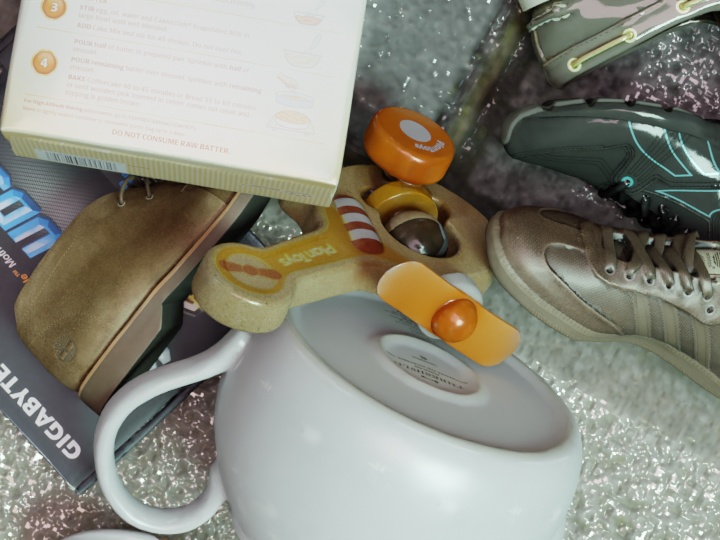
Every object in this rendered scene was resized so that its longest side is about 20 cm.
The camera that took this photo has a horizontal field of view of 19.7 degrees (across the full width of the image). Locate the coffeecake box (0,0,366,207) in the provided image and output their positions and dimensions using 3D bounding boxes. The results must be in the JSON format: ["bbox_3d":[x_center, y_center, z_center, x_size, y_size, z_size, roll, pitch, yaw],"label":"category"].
[{"bbox_3d":[-0.071,-0.144,0.955,0.153,0.073,0.201,9,84,-3],"label":"coffeecake box"}]

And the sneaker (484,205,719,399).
[{"bbox_3d":[0.157,0.003,1.060,0.199,0.076,0.071,23,43,-27],"label":"sneaker"}]

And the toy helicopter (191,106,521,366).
[{"bbox_3d":[0.000,0.000,1.006,0.132,0.200,0.079,44,125,22],"label":"toy helicopter"}]

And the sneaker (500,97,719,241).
[{"bbox_3d":[0.170,-0.045,1.089,0.199,0.075,0.080,9,91,-4],"label":"sneaker"}]

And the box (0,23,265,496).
[{"bbox_3d":[-0.154,-0.011,1.076,0.159,0.046,0.200,-42,92,-4],"label":"box"}]

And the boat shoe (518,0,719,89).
[{"bbox_3d":[0.185,-0.151,1.096,0.201,0.072,0.061,-16,92,1],"label":"boat shoe"}]

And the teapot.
[{"bbox_3d":[0.001,0.106,1.030,0.200,0.197,0.147,37,111,27],"label":"teapot"}]

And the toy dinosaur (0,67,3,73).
[{"bbox_3d":[-0.251,-0.105,1.041,0.105,0.199,0.183,18,87,-45],"label":"toy dinosaur"}]

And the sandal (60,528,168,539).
[{"bbox_3d":[-0.069,0.195,1.057,0.206,0.079,0.059,24,56,-5],"label":"sandal"}]

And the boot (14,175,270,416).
[{"bbox_3d":[-0.094,-0.029,1.027,0.075,0.074,0.200,38,87,7],"label":"boot"}]
